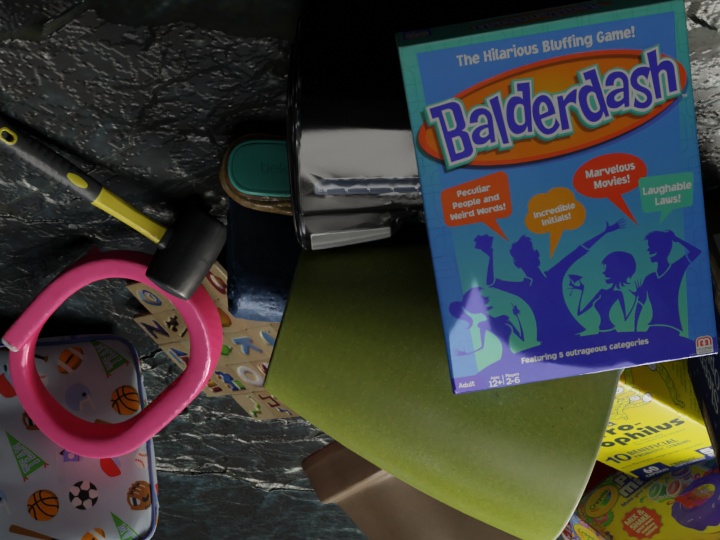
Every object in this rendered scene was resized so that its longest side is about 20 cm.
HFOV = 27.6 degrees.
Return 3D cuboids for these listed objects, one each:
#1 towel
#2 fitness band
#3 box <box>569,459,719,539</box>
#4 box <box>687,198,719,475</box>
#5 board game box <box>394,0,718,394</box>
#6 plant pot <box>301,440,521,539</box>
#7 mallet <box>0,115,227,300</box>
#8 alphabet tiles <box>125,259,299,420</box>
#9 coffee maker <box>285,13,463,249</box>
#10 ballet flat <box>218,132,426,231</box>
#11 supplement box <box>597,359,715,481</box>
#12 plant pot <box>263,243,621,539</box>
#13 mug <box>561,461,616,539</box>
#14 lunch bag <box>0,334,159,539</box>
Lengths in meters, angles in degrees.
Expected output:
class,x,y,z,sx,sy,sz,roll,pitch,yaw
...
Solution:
class,x,y,z,sx,sy,sz,roll,pitch,yaw
towel,0.000,0.000,1.046,0.199,0.112,0.049,7,139,-15
fitness band,-0.196,0.065,1.147,0.144,0.037,0.200,45,119,-6
box,0.305,0.249,1.319,0.200,0.122,0.193,-34,134,-20
box,0.267,0.063,1.074,0.032,0.121,0.201,-7,127,4
board game box,0.108,-0.041,0.801,0.151,0.045,0.201,-10,108,3
plant pot,0.075,0.194,1.255,0.200,0.175,0.200,-28,174,-3
mallet,-0.184,-0.041,1.029,0.199,0.066,0.041,26,177,-33
alphabet tiles,-0.098,0.059,1.165,0.200,0.006,0.167,-12,126,51
coffee maker,0.056,-0.102,0.874,0.199,0.135,0.193,1,110,-1
ballet flat,0.003,-0.057,1.006,0.199,0.068,0.072,2,171,-2
supplement box,0.214,0.084,1.197,0.200,0.110,0.109,27,141,-38
plant pot,0.045,0.059,0.939,0.199,0.188,0.187,16,150,-2
mug,0.249,0.196,1.421,0.133,0.178,0.200,26,163,37
lunch bag,-0.256,0.150,1.237,0.159,0.201,0.076,-6,162,-15
